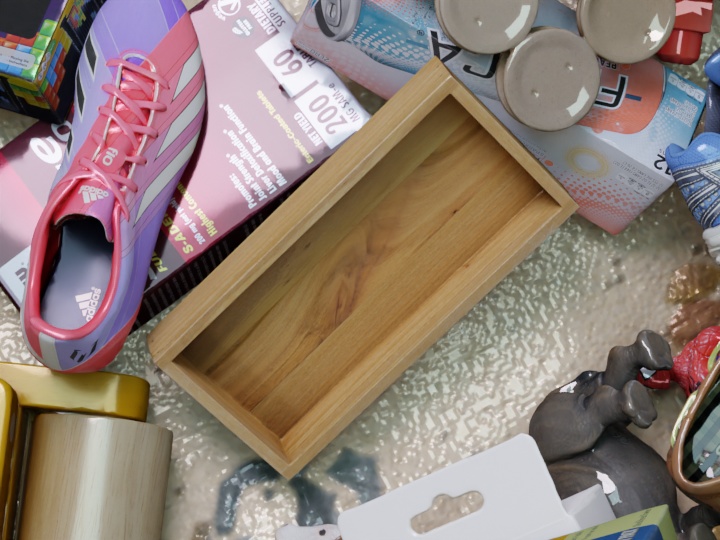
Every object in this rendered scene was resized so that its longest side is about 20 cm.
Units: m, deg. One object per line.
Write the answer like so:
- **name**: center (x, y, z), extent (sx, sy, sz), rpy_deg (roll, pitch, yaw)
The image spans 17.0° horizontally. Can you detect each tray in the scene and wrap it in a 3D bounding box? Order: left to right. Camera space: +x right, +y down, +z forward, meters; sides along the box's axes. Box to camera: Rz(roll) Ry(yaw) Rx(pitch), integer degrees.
- **tray**: center (0.000, 0.000, 1.186), extent (0.200, 0.037, 0.099), rpy_deg (-43, 116, 8)

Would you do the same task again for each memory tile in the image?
- **memory tile**: center (0.113, -0.178, 1.145), extent (0.200, 0.017, 0.153), rpy_deg (-44, 108, -5)

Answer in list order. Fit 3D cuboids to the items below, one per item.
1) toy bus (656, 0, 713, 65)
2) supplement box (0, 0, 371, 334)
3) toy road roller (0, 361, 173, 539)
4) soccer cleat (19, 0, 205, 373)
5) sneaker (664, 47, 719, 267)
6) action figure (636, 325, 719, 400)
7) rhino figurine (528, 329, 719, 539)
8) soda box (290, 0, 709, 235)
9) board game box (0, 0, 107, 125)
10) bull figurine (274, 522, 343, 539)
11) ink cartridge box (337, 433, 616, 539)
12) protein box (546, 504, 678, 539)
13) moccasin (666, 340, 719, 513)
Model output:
- **toy bus**: center (0.187, -0.200, 1.231), extent (0.199, 0.136, 0.193), rpy_deg (5, 92, -2)
- **supplement box**: center (-0.102, -0.050, 1.229), extent (0.200, 0.061, 0.109), rpy_deg (-38, 81, -6)
- **toy road roller**: center (-0.196, 0.100, 1.156), extent (0.199, 0.146, 0.123), rpy_deg (6, 80, 1)
- **soccer cleat**: center (-0.119, -0.048, 1.158), extent (0.066, 0.076, 0.201), rpy_deg (13, 80, 3)
- **sneaker**: center (0.220, -0.091, 1.198), extent (0.085, 0.077, 0.200), rpy_deg (49, 56, -12)
- **action figure**: center (0.223, 0.072, 1.187), extent (0.199, 0.066, 0.052), rpy_deg (17, 42, 25)
- **rhino figurine**: center (0.145, 0.137, 1.188), extent (0.060, 0.087, 0.201), rpy_deg (-13, 77, -47)
- **soda box**: center (0.070, -0.101, 1.207), extent (0.200, 0.068, 0.064), rpy_deg (30, 58, -8)
- **board game box**: center (-0.214, -0.180, 1.228), extent (0.199, 0.057, 0.166), rpy_deg (17, 72, 16)
- **bull figurine**: center (-0.014, 0.223, 1.176), extent (0.121, 0.065, 0.200), rpy_deg (-28, 80, -2)
- **ink cartridge box**: center (0.083, 0.181, 1.149), extent (0.117, 0.067, 0.201), rpy_deg (-25, 89, 21)
- **protein box**: center (0.066, 0.235, 1.051), extent (0.198, 0.135, 0.201), rpy_deg (-18, 91, 16)
- **moccasin**: center (0.210, 0.022, 1.114), extent (0.074, 0.078, 0.201), rpy_deg (44, 93, 18)
